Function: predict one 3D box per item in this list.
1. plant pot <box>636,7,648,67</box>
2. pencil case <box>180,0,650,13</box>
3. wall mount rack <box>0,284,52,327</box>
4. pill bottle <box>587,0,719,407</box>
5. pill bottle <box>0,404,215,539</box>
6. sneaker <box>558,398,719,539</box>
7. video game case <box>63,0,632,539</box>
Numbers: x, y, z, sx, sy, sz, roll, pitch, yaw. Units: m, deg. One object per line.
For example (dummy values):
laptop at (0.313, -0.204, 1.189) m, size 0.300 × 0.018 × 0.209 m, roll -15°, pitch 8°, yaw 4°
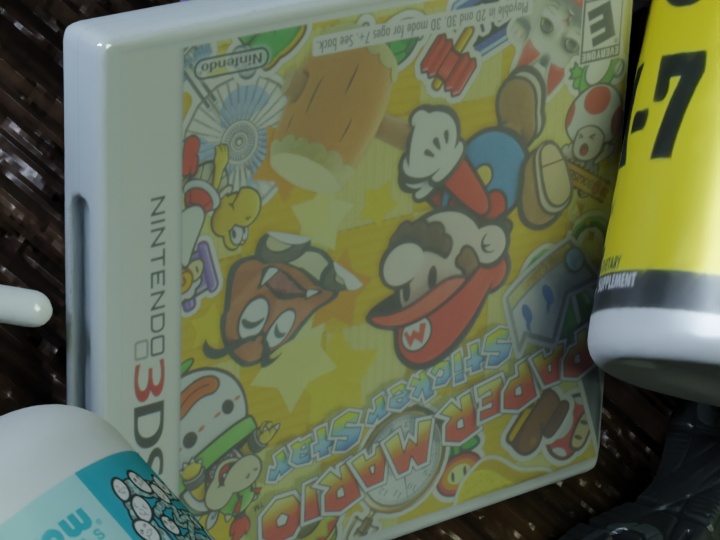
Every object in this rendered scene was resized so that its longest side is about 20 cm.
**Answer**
plant pot at (0.205, -0.064, 0.962) m, size 0.201 × 0.093 × 0.201 m, roll 10°, pitch 73°, yaw -34°
pencil case at (0.038, -0.105, 0.859) m, size 0.200 × 0.085 × 0.084 m, roll -27°, pitch 88°, yaw -35°
wall mount rack at (-0.164, -0.062, 0.716) m, size 0.174 × 0.075 × 0.200 m, roll 21°, pitch 69°, yaw -40°
pill bottle at (0.142, -0.058, 0.827) m, size 0.114 × 0.114 × 0.200 m, roll 17°, pitch 79°, yaw -31°
pill bottle at (-0.074, 0.113, 0.696) m, size 0.200 × 0.111 × 0.111 m, roll 47°, pitch 54°, yaw 10°
sneaker at (0.134, 0.091, 0.894) m, size 0.200 × 0.076 × 0.091 m, roll -42°, pitch 118°, yaw -20°
video game case at (0.000, 0.000, 0.795) m, size 0.200 × 0.023 × 0.182 m, roll -15°, pitch 118°, yaw -37°
